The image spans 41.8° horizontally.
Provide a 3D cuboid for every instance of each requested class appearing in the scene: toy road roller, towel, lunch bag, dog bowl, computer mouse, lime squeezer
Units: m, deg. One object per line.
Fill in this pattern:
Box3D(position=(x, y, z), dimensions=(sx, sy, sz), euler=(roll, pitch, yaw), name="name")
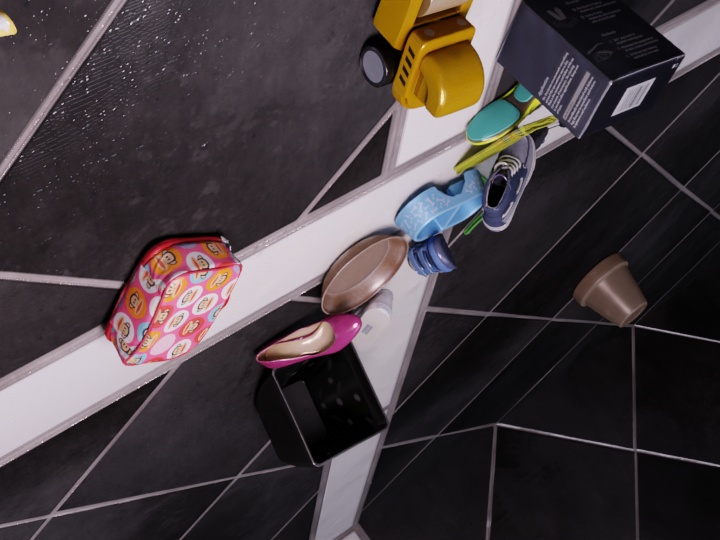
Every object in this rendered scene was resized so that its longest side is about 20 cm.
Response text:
Box3D(position=(0.100, -0.292, 1.212), dimensions=(0.122, 0.146, 0.201), euler=(-25, 153, -32), name="toy road roller")
Box3D(position=(0.249, -0.216, 1.640), dimensions=(0.085, 0.018, 0.199), euler=(-22, 177, -34), name="towel")
Box3D(position=(-0.255, 0.043, 1.347), dimensions=(0.175, 0.082, 0.201), euler=(-9, 141, -52), name="lunch bag")
Box3D(position=(0.154, -0.116, 1.721), dimensions=(0.199, 0.050, 0.112), euler=(-26, 162, -32), name="dog bowl")
Box3D(position=(0.366, -0.263, 1.825), dimensions=(0.199, 0.034, 0.059), euler=(-29, 154, -27), name="computer mouse")
Box3D(position=(0.252, -0.142, 1.880), dimensions=(0.070, 0.038, 0.201), euler=(-3, 151, -5), name="lime squeezer")

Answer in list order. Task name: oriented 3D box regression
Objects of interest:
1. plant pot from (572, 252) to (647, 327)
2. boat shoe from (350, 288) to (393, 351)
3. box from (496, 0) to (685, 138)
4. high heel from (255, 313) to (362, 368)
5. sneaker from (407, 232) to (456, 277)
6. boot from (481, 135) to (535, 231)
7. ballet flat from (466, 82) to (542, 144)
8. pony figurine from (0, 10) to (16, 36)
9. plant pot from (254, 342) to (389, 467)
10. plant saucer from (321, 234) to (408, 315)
Box3D(position=(0.782, 0.077, 2.908), dimensions=(0.199, 0.175, 0.201), euler=(-32, 157, -16), name="plant pot")
Box3D(position=(0.008, 0.097, 1.876), dimensions=(0.200, 0.071, 0.069), euler=(-55, -171, 53), name="boat shoe")
Box3D(position=(0.357, -0.332, 1.471), dimensions=(0.195, 0.200, 0.118), euler=(-23, 151, -34), name="box")
Box3D(position=(-0.094, 0.132, 1.718), dimensions=(0.199, 0.068, 0.096), euler=(-28, 171, 22), name="high heel")
Box3D(position=(0.131, -0.023, 1.783), dimensions=(0.081, 0.075, 0.200), euler=(-23, 179, 1), name="sneaker")
Box3D(position=(0.268, -0.175, 1.693), dimensions=(0.090, 0.072, 0.202), euler=(63, 42, -67), name="boot")
Box3D(position=(0.266, -0.274, 1.604), dimensions=(0.200, 0.067, 0.067), euler=(-44, 148, 1), name="ballet flat")
Box3D(position=(-0.374, -0.177, 0.713), dimensions=(0.200, 0.166, 0.193), euler=(-50, 168, -17), name="pony figurine")
Box3D(position=(-0.096, 0.277, 1.875), dimensions=(0.198, 0.202, 0.177), euler=(-21, 172, -38), name="plant pot")
Box3D(position=(0.000, 0.000, 1.726), dimensions=(0.199, 0.037, 0.201), euler=(-34, 156, -17), name="plant saucer")
